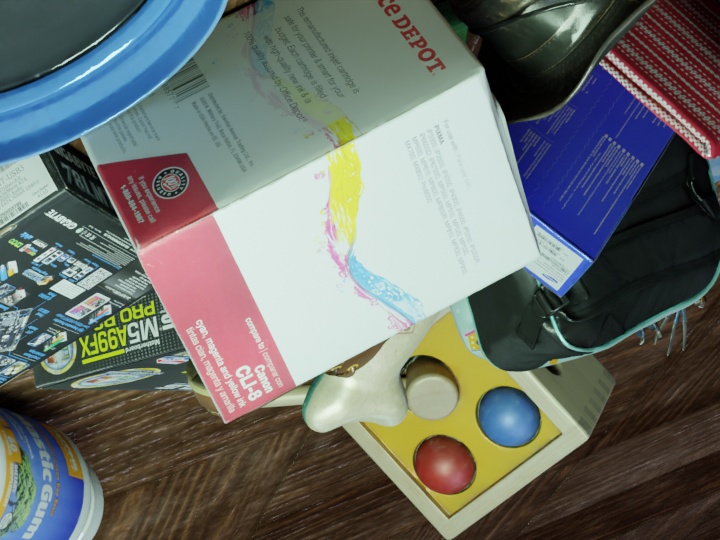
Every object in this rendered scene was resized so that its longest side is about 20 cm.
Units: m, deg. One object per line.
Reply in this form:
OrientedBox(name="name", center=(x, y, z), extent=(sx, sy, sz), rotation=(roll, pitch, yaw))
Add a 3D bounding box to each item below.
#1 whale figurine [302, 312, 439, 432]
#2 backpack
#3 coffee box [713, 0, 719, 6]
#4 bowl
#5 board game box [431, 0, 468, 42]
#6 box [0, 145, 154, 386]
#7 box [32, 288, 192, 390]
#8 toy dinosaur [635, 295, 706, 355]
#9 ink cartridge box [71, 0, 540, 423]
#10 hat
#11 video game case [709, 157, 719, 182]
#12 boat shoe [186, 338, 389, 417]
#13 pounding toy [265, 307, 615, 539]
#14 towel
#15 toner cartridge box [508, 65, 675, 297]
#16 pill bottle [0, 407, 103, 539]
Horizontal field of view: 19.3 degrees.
OrientedBox(name="whale figurine", center=(0.000, 0.000, 1.345), extent=(0.158, 0.104, 0.201), rotation=(-4, 111, -32))
OrientedBox(name="backpack", center=(0.145, -0.034, 1.439), extent=(0.199, 0.177, 0.153), rotation=(-21, -179, -34))
OrientedBox(name="coffee box", center=(0.305, -0.145, 1.472), extent=(0.199, 0.113, 0.080), rotation=(-6, 150, -49))
OrientedBox(name="bowl", center=(-0.159, -0.119, 1.012), extent=(0.200, 0.039, 0.201), rotation=(-26, 160, -10))
OrientedBox(name="board game box", center=(-0.028, -0.109, 1.238), extent=(0.199, 0.024, 0.105), rotation=(-23, 157, -13))
OrientedBox(name="box", center=(-0.220, 0.012, 1.238), extent=(0.198, 0.050, 0.200), rotation=(-31, 161, 9))
OrientedBox(name="box", center=(-0.097, 0.043, 1.411), extent=(0.160, 0.045, 0.200), rotation=(-16, 169, 27))
OrientedBox(name="toy dinosaur", center=(0.252, -0.004, 1.735), extent=(0.181, 0.105, 0.200), rotation=(-36, 161, -52))
OrientedBox(name="ink cartridge box", center=(-0.029, -0.050, 1.136), extent=(0.199, 0.146, 0.145), rotation=(-27, 133, -4))
OrientedBox(name="hat", center=(0.101, -0.176, 1.148), extent=(0.081, 0.201, 0.201), rotation=(37, 114, -19))
OrientedBox(name="video game case", center=(0.205, -0.065, 1.667), extent=(0.199, 0.022, 0.182), rotation=(-30, 161, 3))
OrientedBox(name="boat shoe", center=(-0.015, 0.032, 1.222), extent=(0.200, 0.072, 0.068), rotation=(-37, 129, -34))
OrientedBox(name="pounding toy", center=(0.053, 0.093, 1.638), extent=(0.184, 0.200, 0.142), rotation=(-40, -174, 29))
OrientedBox(name="towel", center=(0.201, -0.126, 1.286), extent=(0.200, 0.145, 0.023), rotation=(-18, 147, -56))
OrientedBox(name="toner cartridge box", center=(0.133, -0.081, 1.294), extent=(0.200, 0.095, 0.043), rotation=(-52, -179, -42))
OrientedBox(name="pill bottle", center=(-0.251, 0.150, 1.442), extent=(0.112, 0.112, 0.200), rotation=(-32, 161, 9))
